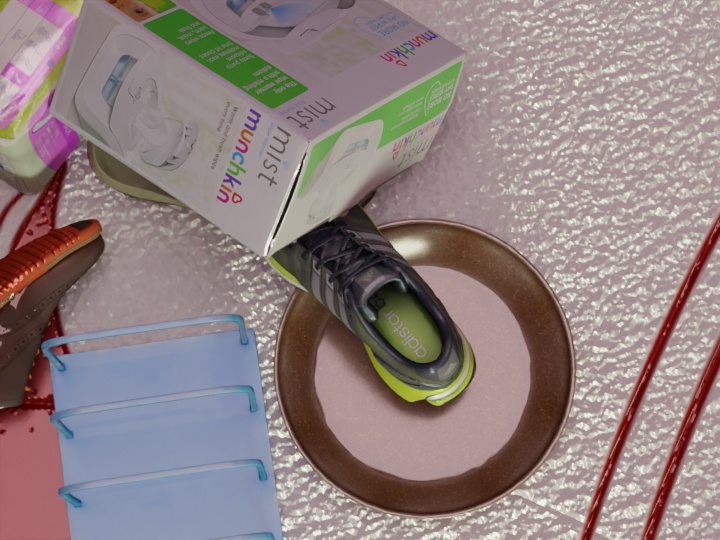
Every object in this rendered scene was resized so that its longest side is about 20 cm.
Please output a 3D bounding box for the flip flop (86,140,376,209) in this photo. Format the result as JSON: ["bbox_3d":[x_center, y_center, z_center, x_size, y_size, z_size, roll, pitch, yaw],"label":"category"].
[{"bbox_3d":[-0.085,-0.075,1.397,0.200,0.058,0.081,10,79,-3],"label":"flip flop"}]

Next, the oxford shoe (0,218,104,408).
[{"bbox_3d":[-0.238,0.046,1.379,0.200,0.071,0.073,-43,109,-9],"label":"oxford shoe"}]

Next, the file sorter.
[{"bbox_3d":[-0.124,0.135,1.326,0.139,0.123,0.200,-8,79,-3],"label":"file sorter"}]

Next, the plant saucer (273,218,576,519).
[{"bbox_3d":[0.042,0.066,1.385,0.200,0.037,0.201,0,78,-1],"label":"plant saucer"}]

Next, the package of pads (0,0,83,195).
[{"bbox_3d":[-0.187,-0.157,1.363,0.068,0.155,0.200,35,80,6],"label":"package of pads"}]

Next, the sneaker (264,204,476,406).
[{"bbox_3d":[0.000,0.000,1.338,0.200,0.081,0.074,44,81,7],"label":"sneaker"}]

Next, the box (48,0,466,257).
[{"bbox_3d":[-0.062,-0.117,1.321,0.176,0.200,0.097,34,124,17],"label":"box"}]
